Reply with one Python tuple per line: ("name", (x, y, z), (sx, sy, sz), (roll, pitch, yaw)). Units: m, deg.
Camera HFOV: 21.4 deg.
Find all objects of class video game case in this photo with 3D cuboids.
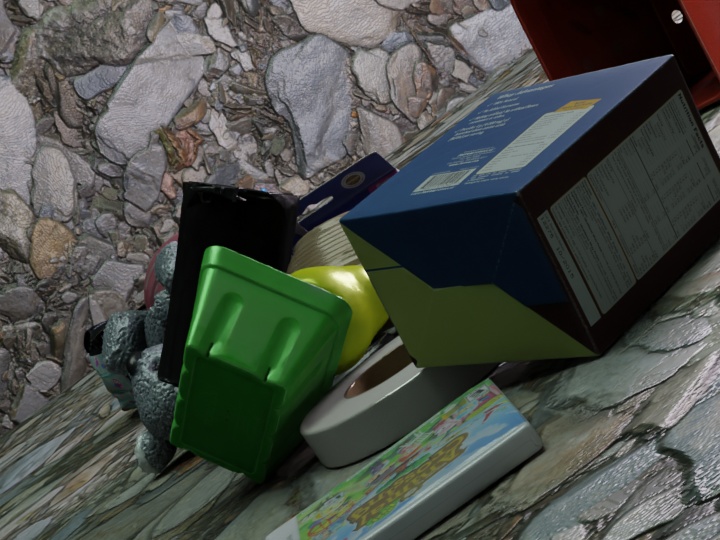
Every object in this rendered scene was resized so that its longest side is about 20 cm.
("video game case", (0.023, 0.150, 1.276), (0.199, 0.022, 0.182), (-35, 7, 0))

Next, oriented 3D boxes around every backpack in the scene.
("backpack", (-0.290, 0.112, 2.566), (0.166, 0.127, 0.200), (-26, 1, -28))

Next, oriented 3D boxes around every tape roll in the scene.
("tape roll", (0.040, 0.086, 1.553), (0.202, 0.037, 0.203), (-35, 8, 5))

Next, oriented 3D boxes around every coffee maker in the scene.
("coffee maker", (-0.137, 0.017, 1.857), (0.134, 0.201, 0.192), (7, 1, 26))

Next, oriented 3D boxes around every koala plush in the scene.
("koala plush", (-0.183, 0.110, 2.049), (0.178, 0.183, 0.200), (-51, 16, 31))

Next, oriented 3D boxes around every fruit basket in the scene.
("fruit basket", (-0.068, 0.055, 1.642), (0.216, 0.155, 0.217), (23, -90, -85))

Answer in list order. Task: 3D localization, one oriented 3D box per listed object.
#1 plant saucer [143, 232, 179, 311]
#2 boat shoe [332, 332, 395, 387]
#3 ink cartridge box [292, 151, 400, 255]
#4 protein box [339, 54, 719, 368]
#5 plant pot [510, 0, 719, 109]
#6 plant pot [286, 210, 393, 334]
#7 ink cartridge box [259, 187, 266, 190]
("plant saucer", (-0.148, 0.039, 2.153), (0.200, 0.201, 0.051), (-32, 27, 25))
("boat shoe", (-0.050, 0.101, 1.765), (0.199, 0.063, 0.073), (-31, 8, 27))
("ink cartridge box", (-0.009, -0.025, 2.044), (0.196, 0.043, 0.200), (-33, -32, 16))
("protein box", (0.134, -0.042, 1.416), (0.200, 0.135, 0.198), (-40, 20, -35))
("plant pot", (0.314, -0.261, 2.001), (0.176, 0.201, 0.200), (-27, 0, -42))
("plant pot", (0.000, 0.000, 1.818), (0.200, 0.093, 0.201), (-23, -13, -6))
("ink cartridge box", (-0.210, -0.033, 3.177), (0.200, 0.116, 0.068), (-39, 7, -31))
